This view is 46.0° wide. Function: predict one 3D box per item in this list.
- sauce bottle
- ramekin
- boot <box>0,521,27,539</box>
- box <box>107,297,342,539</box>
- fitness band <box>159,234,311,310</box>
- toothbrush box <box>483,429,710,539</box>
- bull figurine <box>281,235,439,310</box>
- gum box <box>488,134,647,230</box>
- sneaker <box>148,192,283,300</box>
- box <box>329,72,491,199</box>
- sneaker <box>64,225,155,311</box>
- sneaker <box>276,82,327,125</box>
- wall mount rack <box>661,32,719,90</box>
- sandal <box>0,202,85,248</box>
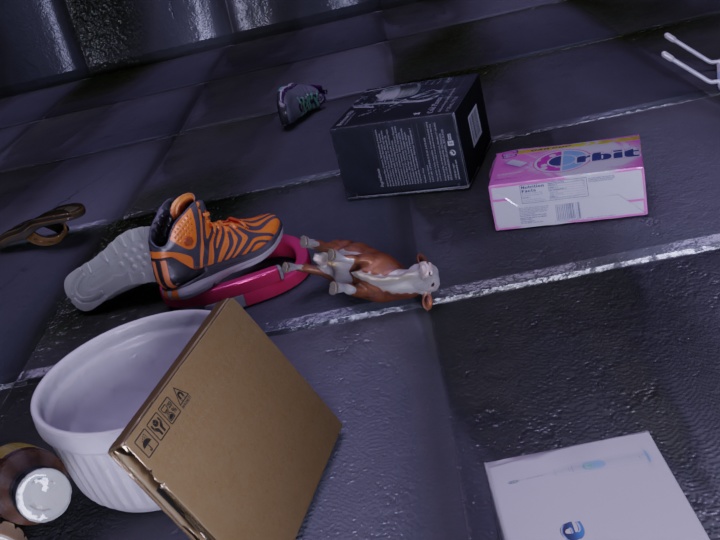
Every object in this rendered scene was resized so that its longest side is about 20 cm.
[{"bbox_3d":[-0.280,0.180,0.710,0.065,0.065,0.200,-28,6,-27],"label":"sauce bottle"},{"bbox_3d":[-0.190,0.132,0.790,0.200,0.105,0.200,-12,25,6],"label":"ramekin"},{"bbox_3d":[-0.367,0.265,0.652,0.200,0.075,0.107,-14,30,-3],"label":"boot"},{"bbox_3d":[-0.095,0.134,0.682,0.021,0.164,0.200,-31,17,28],"label":"box"},{"bbox_3d":[-0.164,0.003,1.114,0.200,0.037,0.144,-18,26,-10],"label":"fitness band"},{"bbox_3d":[0.121,0.200,0.385,0.085,0.200,0.146,-13,25,3],"label":"toothbrush box"},{"bbox_3d":[0.000,0.000,0.985,0.121,0.065,0.200,9,2,-34],"label":"bull figurine"},{"bbox_3d":[0.263,-0.114,1.098,0.200,0.066,0.114,-5,28,18],"label":"gum box"},{"bbox_3d":[-0.180,-0.053,1.068,0.078,0.112,0.200,6,30,39],"label":"sneaker"},{"bbox_3d":[0.084,-0.211,1.326,0.196,0.124,0.200,-5,27,22],"label":"box"},{"bbox_3d":[-0.305,-0.014,1.148,0.200,0.076,0.081,-22,5,18],"label":"sneaker"},{"bbox_3d":[-0.122,-0.362,1.793,0.087,0.074,0.200,-5,26,8],"label":"sneaker"},{"bbox_3d":[0.596,-0.356,1.409,0.174,0.075,0.200,-2,27,23],"label":"wall mount rack"},{"bbox_3d":[-0.535,-0.066,1.432,0.200,0.055,0.082,-19,16,24],"label":"sandal"}]
